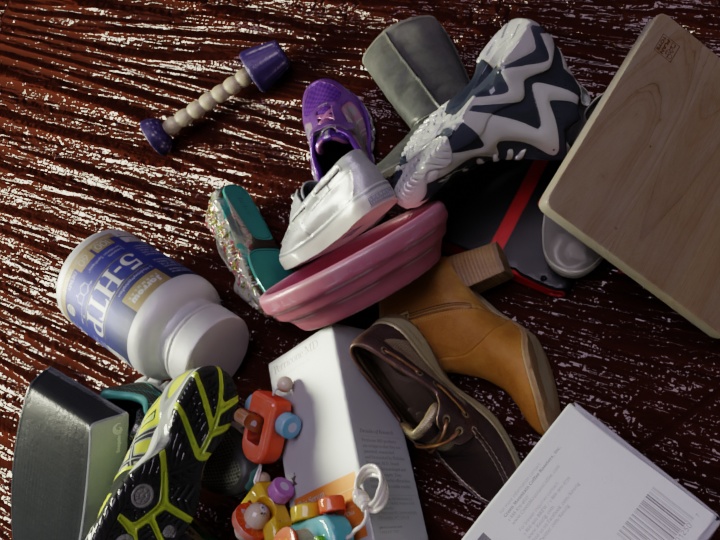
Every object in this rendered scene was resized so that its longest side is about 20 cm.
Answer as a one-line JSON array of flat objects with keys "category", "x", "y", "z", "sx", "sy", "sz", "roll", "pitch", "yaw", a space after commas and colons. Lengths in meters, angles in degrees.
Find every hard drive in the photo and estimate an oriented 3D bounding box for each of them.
[{"category": "hard drive", "x": -0.299, "y": 0.214, "z": 0.813, "sx": 0.134, "sy": 0.042, "sz": 0.202, "roll": 22, "pitch": 109, "yaw": 29}]

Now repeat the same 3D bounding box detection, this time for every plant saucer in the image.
[{"category": "plant saucer", "x": 0.000, "y": 0.000, "z": 0.772, "sx": 0.199, "sy": 0.201, "sz": 0.051, "roll": -27, "pitch": 96, "yaw": 9}]

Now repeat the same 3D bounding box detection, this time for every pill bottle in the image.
[{"category": "pill bottle", "x": -0.220, "y": 0.046, "z": 0.864, "sx": 0.199, "sy": 0.120, "sz": 0.120, "roll": 27, "pitch": 79, "yaw": 29}]

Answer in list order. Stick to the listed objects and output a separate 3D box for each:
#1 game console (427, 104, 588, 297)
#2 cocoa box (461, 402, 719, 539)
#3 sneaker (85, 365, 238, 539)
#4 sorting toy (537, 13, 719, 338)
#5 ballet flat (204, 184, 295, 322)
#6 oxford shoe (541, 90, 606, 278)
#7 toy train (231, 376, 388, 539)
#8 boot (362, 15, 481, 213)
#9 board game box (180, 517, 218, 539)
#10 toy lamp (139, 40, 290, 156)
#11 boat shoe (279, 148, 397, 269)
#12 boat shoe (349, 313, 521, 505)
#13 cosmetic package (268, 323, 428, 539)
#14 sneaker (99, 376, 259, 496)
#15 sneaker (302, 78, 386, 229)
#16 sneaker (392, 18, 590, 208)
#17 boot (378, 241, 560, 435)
[{"category": "game console", "x": 0.172, "y": -0.089, "z": 0.822, "sx": 0.176, "sy": 0.031, "sz": 0.201, "roll": 25, "pitch": 79, "yaw": 24}, {"category": "cocoa box", "x": 0.160, "y": 0.231, "z": 0.623, "sx": 0.133, "sy": 0.131, "sz": 0.200, "roll": 38, "pitch": 85, "yaw": 30}, {"category": "sneaker", "x": -0.181, "y": 0.180, "z": 0.727, "sx": 0.076, "sy": 0.075, "sz": 0.201, "roll": -14, "pitch": 39, "yaw": 52}, {"category": "sorting toy", "x": 0.273, "y": -0.077, "z": 0.704, "sx": 0.198, "sy": 0.070, "sz": 0.201, "roll": 35, "pitch": 79, "yaw": -8}, {"category": "ballet flat", "x": -0.121, "y": -0.010, "z": 0.889, "sx": 0.064, "sy": 0.075, "sz": 0.201, "roll": -51, "pitch": 49, "yaw": 31}, {"category": "oxford shoe", "x": 0.221, "y": -0.090, "z": 0.759, "sx": 0.075, "sy": 0.058, "sz": 0.201, "roll": 20, "pitch": 78, "yaw": 21}, {"category": "toy train", "x": -0.066, "y": 0.184, "z": 0.692, "sx": 0.199, "sy": 0.055, "sz": 0.152, "roll": 23, "pitch": 98, "yaw": 50}, {"category": "boot", "x": 0.046, "y": -0.172, "z": 0.852, "sx": 0.181, "sy": 0.073, "sz": 0.201, "roll": -26, "pitch": 61, "yaw": -5}, {"category": "board game box", "x": -0.122, "y": 0.284, "z": 0.729, "sx": 0.199, "sy": 0.105, "sz": 0.024, "roll": 33, "pitch": 79, "yaw": 29}, {"category": "toy lamp", "x": -0.178, "y": -0.216, "z": 1.000, "sx": 0.199, "sy": 0.058, "sz": 0.058, "roll": -33, "pitch": 60, "yaw": 8}, {"category": "boat shoe", "x": -0.037, "y": -0.057, "z": 0.792, "sx": 0.072, "sy": 0.200, "sz": 0.069, "roll": -26, "pitch": 86, "yaw": -27}, {"category": "boat shoe", "x": 0.062, "y": 0.132, "z": 0.707, "sx": 0.072, "sy": 0.072, "sz": 0.201, "roll": -40, "pitch": 83, "yaw": 35}, {"category": "cosmetic package", "x": -0.016, "y": 0.163, "z": 0.739, "sx": 0.101, "sy": 0.071, "sz": 0.201, "roll": -35, "pitch": 55, "yaw": 35}, {"category": "sneaker", "x": -0.191, "y": 0.170, "z": 0.809, "sx": 0.199, "sy": 0.091, "sz": 0.078, "roll": 22, "pitch": 93, "yaw": 29}, {"category": "sneaker", "x": -0.026, "y": -0.143, "z": 0.888, "sx": 0.080, "sy": 0.088, "sz": 0.202, "roll": -22, "pitch": 60, "yaw": 13}, {"category": "sneaker", "x": 0.130, "y": -0.114, "z": 0.742, "sx": 0.200, "sy": 0.129, "sz": 0.080, "roll": -53, "pitch": 21, "yaw": 6}, {"category": "boot", "x": 0.095, "y": 0.082, "z": 0.761, "sx": 0.143, "sy": 0.071, "sz": 0.203, "roll": -26, "pitch": 63, "yaw": 20}]
